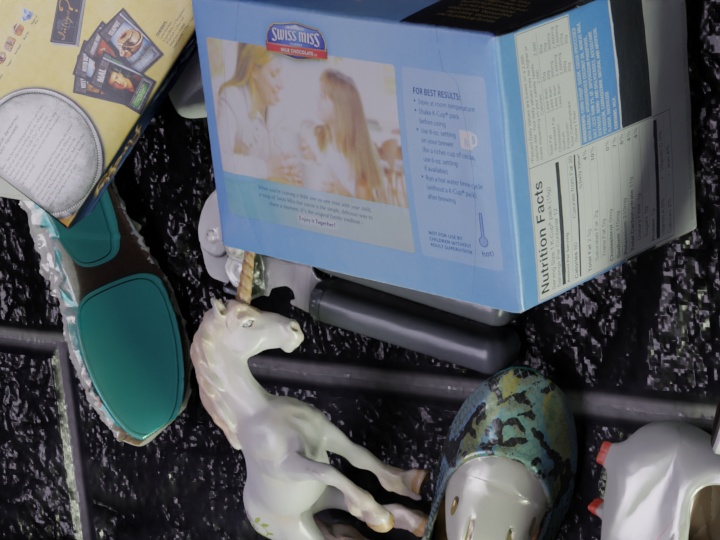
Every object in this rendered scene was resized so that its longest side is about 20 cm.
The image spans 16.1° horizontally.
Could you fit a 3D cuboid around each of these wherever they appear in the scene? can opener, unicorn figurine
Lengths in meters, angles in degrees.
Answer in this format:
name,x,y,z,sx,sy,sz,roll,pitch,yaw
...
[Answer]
name,x,y,z,sx,sy,sz,roll,pitch,yaw
can opener,0.000,0.000,1.320,0.200,0.066,0.053,19,117,32
unicorn figurine,-0.029,0.094,1.316,0.137,0.074,0.200,28,135,19

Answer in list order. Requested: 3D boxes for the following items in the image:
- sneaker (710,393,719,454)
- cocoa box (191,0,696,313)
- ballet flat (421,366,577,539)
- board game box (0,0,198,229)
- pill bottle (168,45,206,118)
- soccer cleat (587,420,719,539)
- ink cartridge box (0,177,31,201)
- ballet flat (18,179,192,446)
name,x,y,z,sx,sy,sz,roll,pitch,yaw
sneaker,0.217,-0.005,1.099,0.084,0.073,0.200,16,108,6
cocoa box,0.038,-0.074,1.191,0.200,0.131,0.134,13,117,43
ballet flat,0.061,0.143,1.280,0.074,0.074,0.200,38,131,33
board game box,-0.142,-0.140,1.253,0.135,0.035,0.200,37,112,3
pill bottle,-0.091,-0.188,1.317,0.110,0.109,0.200,-33,77,46
soccer cleat,0.142,0.170,1.213,0.077,0.069,0.201,20,112,38
ink cartridge box,-0.168,-0.126,1.399,0.067,0.200,0.116,8,113,2
ballet flat,-0.148,0.005,1.477,0.072,0.072,0.200,-25,81,47
